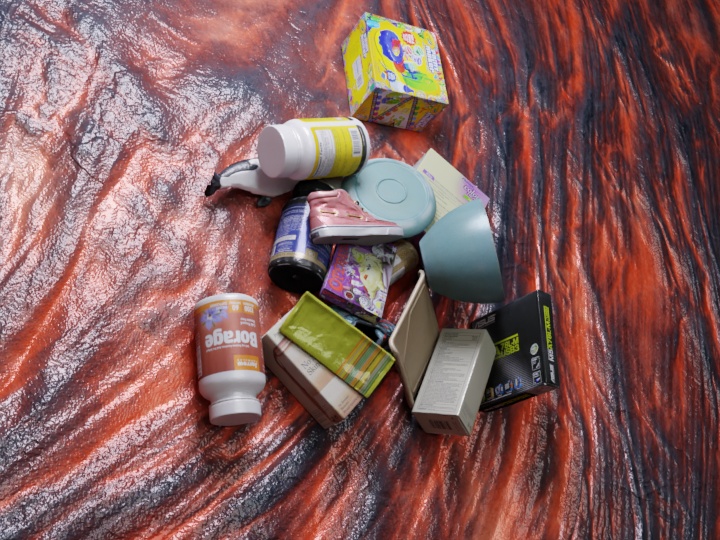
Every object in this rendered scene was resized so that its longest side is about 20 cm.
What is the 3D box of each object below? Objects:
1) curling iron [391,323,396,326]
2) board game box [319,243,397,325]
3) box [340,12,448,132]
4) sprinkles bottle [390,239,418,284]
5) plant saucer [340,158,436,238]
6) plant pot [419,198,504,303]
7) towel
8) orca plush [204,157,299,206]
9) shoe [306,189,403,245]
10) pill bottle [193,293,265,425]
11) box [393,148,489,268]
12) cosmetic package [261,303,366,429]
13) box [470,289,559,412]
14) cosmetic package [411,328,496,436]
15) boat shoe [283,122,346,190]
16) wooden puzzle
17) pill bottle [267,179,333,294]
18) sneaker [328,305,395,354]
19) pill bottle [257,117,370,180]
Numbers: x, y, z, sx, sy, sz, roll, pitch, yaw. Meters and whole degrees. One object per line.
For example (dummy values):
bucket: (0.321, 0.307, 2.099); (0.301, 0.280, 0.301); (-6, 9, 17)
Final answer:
curling iron: (0.053, 0.109, 1.537); (0.198, 0.026, 0.050); (1, 70, -31)
board game box: (0.000, 0.000, 1.454); (0.119, 0.032, 0.201); (24, 42, -8)
box: (0.075, -0.444, 1.766); (0.191, 0.122, 0.202); (5, 64, -29)
sprinkles bottle: (0.031, 0.010, 1.548); (0.199, 0.068, 0.069); (-34, 86, -38)
plant saucer: (0.059, -0.153, 1.560); (0.198, 0.028, 0.202); (6, 55, -9)
plant pot: (0.187, -0.025, 1.498); (0.133, 0.200, 0.202); (-13, 69, 5)
towel: (-0.039, 0.128, 1.348); (0.199, 0.018, 0.086); (38, 79, -9)
orca plush: (-0.217, -0.177, 1.513); (0.199, 0.071, 0.106); (-23, 124, -32)
shoe: (-0.008, -0.099, 1.445); (0.198, 0.071, 0.092); (-1, 75, -34)
pill bottle: (-0.216, 0.149, 1.303); (0.111, 0.112, 0.202); (3, 65, -29)
box: (0.154, -0.124, 1.669); (0.175, 0.097, 0.201); (38, 54, -9)
cosmetic package: (-0.084, 0.169, 1.387); (0.200, 0.087, 0.103); (46, 55, -2)
box: (0.302, 0.163, 1.549); (0.047, 0.200, 0.195); (16, 60, -31)
cosmetic package: (0.183, 0.212, 1.505); (0.073, 0.103, 0.201); (58, 44, -37)
boat shoe: (-0.097, -0.211, 1.585); (0.200, 0.062, 0.075); (45, 50, -7)
wooden puzzle: (0.100, 0.130, 1.488); (0.037, 0.186, 0.201); (5, 47, 23)
pill bottle: (-0.104, -0.067, 1.478); (0.111, 0.112, 0.202); (22, 58, -20)
sneaker: (0.017, 0.129, 1.438); (0.199, 0.095, 0.080); (18, 96, -38)
pill bottle: (-0.089, -0.231, 1.483); (0.199, 0.114, 0.115); (-11, 72, -39)
